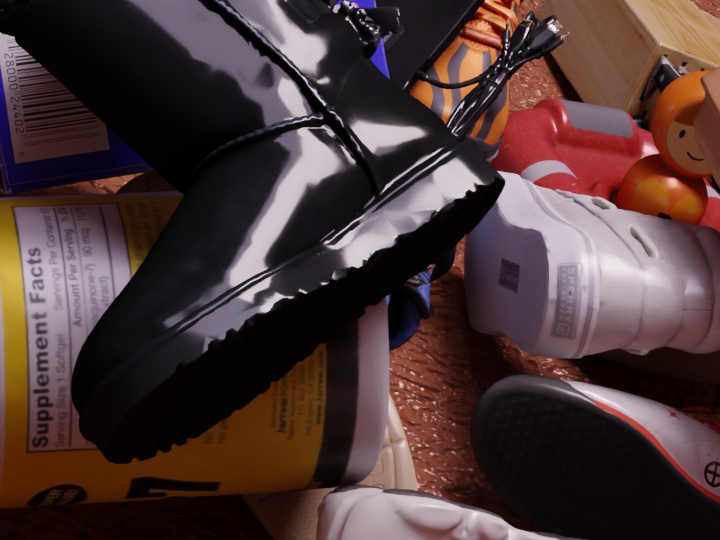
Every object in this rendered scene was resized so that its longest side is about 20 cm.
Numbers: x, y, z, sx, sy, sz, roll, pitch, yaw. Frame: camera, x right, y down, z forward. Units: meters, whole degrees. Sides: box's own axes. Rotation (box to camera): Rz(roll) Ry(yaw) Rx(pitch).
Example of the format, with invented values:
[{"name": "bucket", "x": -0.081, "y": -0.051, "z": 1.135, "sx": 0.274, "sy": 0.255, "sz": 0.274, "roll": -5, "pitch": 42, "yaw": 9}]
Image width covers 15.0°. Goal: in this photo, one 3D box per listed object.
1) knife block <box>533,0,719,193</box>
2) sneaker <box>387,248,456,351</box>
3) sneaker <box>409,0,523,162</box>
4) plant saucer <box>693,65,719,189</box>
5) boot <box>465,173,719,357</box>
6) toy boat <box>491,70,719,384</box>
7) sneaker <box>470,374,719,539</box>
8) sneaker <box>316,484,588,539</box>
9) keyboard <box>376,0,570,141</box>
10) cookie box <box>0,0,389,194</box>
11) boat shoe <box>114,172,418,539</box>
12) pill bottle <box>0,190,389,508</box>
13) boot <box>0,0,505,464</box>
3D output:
[{"name": "knife block", "x": 0.160, "y": -0.107, "z": 1.525, "sx": 0.200, "sy": 0.064, "sz": 0.175, "roll": 36, "pitch": 21, "yaw": 18}, {"name": "sneaker", "x": 0.000, "y": 0.000, "z": 1.200, "sx": 0.079, "sy": 0.075, "sz": 0.200, "roll": 69, "pitch": 16, "yaw": 7}, {"name": "sneaker", "x": 0.056, "y": -0.138, "z": 1.369, "sx": 0.077, "sy": 0.112, "sz": 0.200, "roll": 24, "pitch": 28, "yaw": -16}, {"name": "plant saucer", "x": 0.193, "y": 0.005, "z": 1.188, "sx": 0.201, "sy": 0.032, "sz": 0.200, "roll": 61, "pitch": 9, "yaw": -16}, {"name": "boot", "x": 0.108, "y": 0.003, "z": 1.229, "sx": 0.095, "sy": 0.074, "sz": 0.200, "roll": 5, "pitch": 12, "yaw": -10}, {"name": "toy boat", "x": 0.152, "y": -0.037, "z": 1.343, "sx": 0.130, "sy": 0.131, "sz": 0.200, "roll": 7, "pitch": 33, "yaw": -33}, {"name": "sneaker", "x": 0.140, "y": 0.086, "z": 1.194, "sx": 0.200, "sy": 0.067, "sz": 0.108, "roll": 24, "pitch": 23, "yaw": -6}, {"name": "sneaker", "x": 0.049, "y": 0.136, "z": 1.033, "sx": 0.199, "sy": 0.084, "sz": 0.080, "roll": 19, "pitch": -10, "yaw": -43}, {"name": "keyboard", "x": 0.019, "y": -0.095, "z": 1.302, "sx": 0.127, "sy": 0.200, "sz": 0.021, "roll": 29, "pitch": -20, "yaw": 30}, {"name": "cookie box", "x": -0.108, "y": -0.077, "z": 1.105, "sx": 0.170, "sy": 0.076, "sz": 0.200, "roll": -11, "pitch": 5, "yaw": -28}, {"name": "boat shoe", "x": -0.038, "y": 0.047, "z": 1.103, "sx": 0.072, "sy": 0.065, "sz": 0.200, "roll": -32, "pitch": 67, "yaw": -10}, {"name": "pill bottle", "x": -0.097, "y": 0.028, "z": 0.994, "sx": 0.199, "sy": 0.115, "sz": 0.115, "roll": -2, "pitch": 34, "yaw": -13}, {"name": "boot", "x": -0.062, "y": -0.043, "z": 0.933, "sx": 0.198, "sy": 0.073, "sz": 0.163, "roll": -35, "pitch": 75, "yaw": -33}]
